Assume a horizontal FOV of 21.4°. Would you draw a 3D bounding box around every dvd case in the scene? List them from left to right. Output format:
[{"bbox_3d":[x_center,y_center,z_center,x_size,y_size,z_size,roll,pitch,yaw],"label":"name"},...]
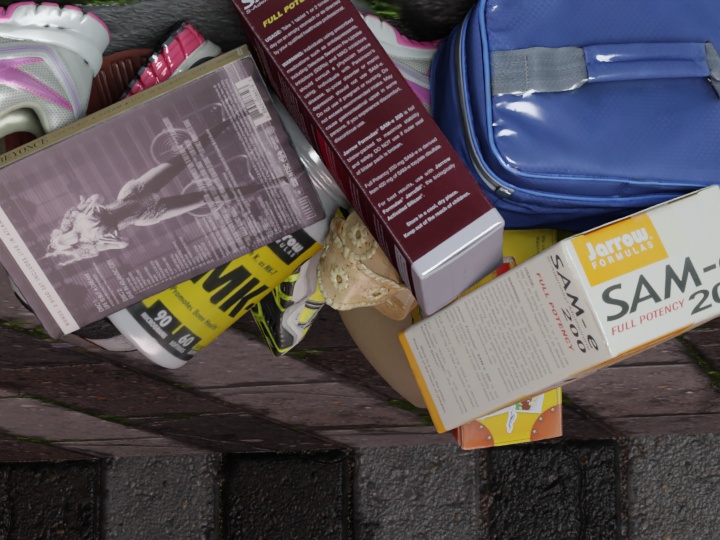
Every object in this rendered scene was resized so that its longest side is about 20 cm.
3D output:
[{"bbox_3d":[-0.135,-0.045,1.195,0.198,0.016,0.149,-24,135,2],"label":"dvd case"}]

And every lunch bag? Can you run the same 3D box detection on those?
[{"bbox_3d":[0.149,-0.100,1.159,0.198,0.137,0.132,-1,169,-14],"label":"lunch bag"}]

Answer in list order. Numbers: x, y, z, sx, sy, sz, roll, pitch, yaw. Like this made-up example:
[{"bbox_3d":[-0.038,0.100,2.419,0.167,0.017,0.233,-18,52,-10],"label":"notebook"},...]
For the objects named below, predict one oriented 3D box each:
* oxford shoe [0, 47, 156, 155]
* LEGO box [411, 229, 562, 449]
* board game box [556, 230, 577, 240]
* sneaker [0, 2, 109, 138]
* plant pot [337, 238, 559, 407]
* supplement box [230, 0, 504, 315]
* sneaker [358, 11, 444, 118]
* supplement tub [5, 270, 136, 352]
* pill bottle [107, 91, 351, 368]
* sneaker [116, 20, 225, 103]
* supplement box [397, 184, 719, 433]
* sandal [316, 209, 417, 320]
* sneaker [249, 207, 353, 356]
[{"bbox_3d":[-0.163,-0.119,1.297,0.198,0.071,0.075,-6,-163,10],"label":"oxford shoe"},{"bbox_3d":[0.084,0.000,1.342,0.076,0.202,0.149,-7,-159,-9],"label":"LEGO box"},{"bbox_3d":[0.179,-0.050,1.316,0.101,0.048,0.201,5,-150,-19],"label":"board game box"},{"bbox_3d":[-0.253,-0.117,1.161,0.198,0.089,0.081,3,167,-12],"label":"sneaker"},{"bbox_3d":[0.048,-0.011,1.523,0.134,0.201,0.200,35,155,-18],"label":"plant pot"},{"bbox_3d":[0.006,-0.080,1.114,0.061,0.201,0.109,-34,168,-4],"label":"supplement box"},{"bbox_3d":[0.039,-0.106,1.249,0.198,0.089,0.081,6,167,-27],"label":"sneaker"},{"bbox_3d":[-0.222,0.003,1.673,0.121,0.124,0.200,-2,168,11],"label":"supplement tub"},{"bbox_3d":[-0.089,-0.036,1.313,0.200,0.115,0.114,-40,159,7],"label":"pill bottle"},{"bbox_3d":[-0.145,-0.062,1.230,0.074,0.081,0.200,36,115,-9],"label":"sneaker"},{"bbox_3d":[0.128,0.027,1.151,0.125,0.074,0.200,-19,173,-31],"label":"supplement box"},{"bbox_3d":[0.004,0.004,1.282,0.077,0.070,0.212,39,165,13],"label":"sandal"},{"bbox_3d":[-0.043,0.007,1.460,0.076,0.076,0.200,-26,168,-19],"label":"sneaker"}]
